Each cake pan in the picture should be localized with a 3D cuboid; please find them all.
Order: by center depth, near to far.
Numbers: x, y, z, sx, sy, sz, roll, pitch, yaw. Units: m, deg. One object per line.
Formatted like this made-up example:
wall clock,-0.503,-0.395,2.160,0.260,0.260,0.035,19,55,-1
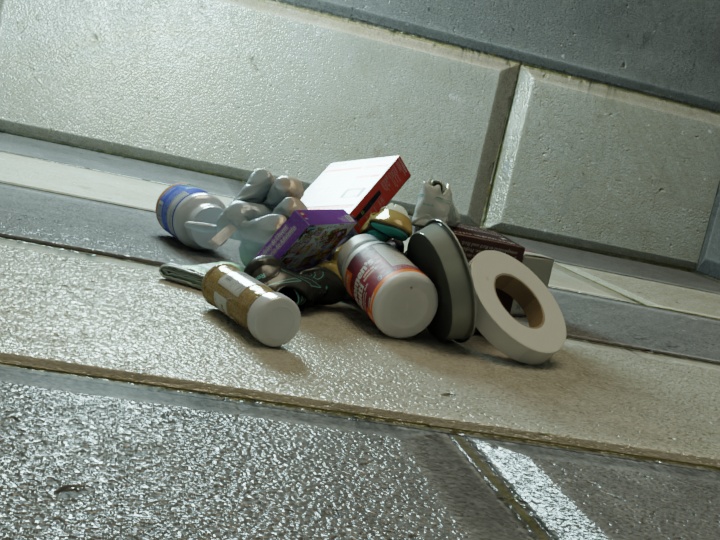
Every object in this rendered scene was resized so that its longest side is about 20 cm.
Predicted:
cake pan,0.123,0.021,1.507,0.036,0.202,0.200,-14,17,-16

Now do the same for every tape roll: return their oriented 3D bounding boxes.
tape roll,0.243,0.057,1.533,0.202,0.037,0.204,26,39,-23

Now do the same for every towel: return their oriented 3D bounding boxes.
towel,-0.222,0.008,1.585,0.148,0.031,0.200,16,9,18

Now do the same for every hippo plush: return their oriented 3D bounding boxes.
hippo plush,-0.165,-0.056,1.675,0.159,0.200,0.161,34,-24,34

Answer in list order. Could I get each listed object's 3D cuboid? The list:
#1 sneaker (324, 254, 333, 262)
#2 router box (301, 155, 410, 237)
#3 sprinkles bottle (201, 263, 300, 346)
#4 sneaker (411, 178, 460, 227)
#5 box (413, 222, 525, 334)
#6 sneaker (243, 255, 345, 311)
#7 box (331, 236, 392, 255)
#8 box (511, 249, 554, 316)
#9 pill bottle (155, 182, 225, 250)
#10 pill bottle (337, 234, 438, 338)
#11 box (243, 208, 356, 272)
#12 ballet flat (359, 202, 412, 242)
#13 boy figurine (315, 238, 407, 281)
sneaker,-0.098,-0.013,1.784,0.199,0.078,0.088,20,3,31
router box,-0.030,-0.136,1.796,0.199,0.180,0.049,1,-47,48
sprinkles bottle,-0.154,0.044,1.317,0.068,0.069,0.200,7,10,-32
sneaker,0.136,-0.115,1.639,0.070,0.081,0.200,9,8,11
box,0.177,0.007,1.714,0.164,0.166,0.200,11,9,-8
sneaker,-0.097,0.036,1.517,0.199,0.076,0.079,12,34,-43
box,-0.034,-0.054,1.833,0.200,0.112,0.102,19,-34,57
box,0.284,0.007,1.997,0.108,0.129,0.199,6,12,-42
pill bottle,-0.324,-0.104,1.880,0.111,0.113,0.200,7,10,-30
pill bottle,0.037,0.019,1.528,0.109,0.110,0.200,8,19,-26
box,-0.097,-0.041,1.595,0.039,0.137,0.200,46,18,13
ballet flat,0.045,-0.084,1.605,0.068,0.063,0.200,28,-10,-14
boy figurine,0.000,0.000,1.680,0.199,0.065,0.125,-19,55,-29
